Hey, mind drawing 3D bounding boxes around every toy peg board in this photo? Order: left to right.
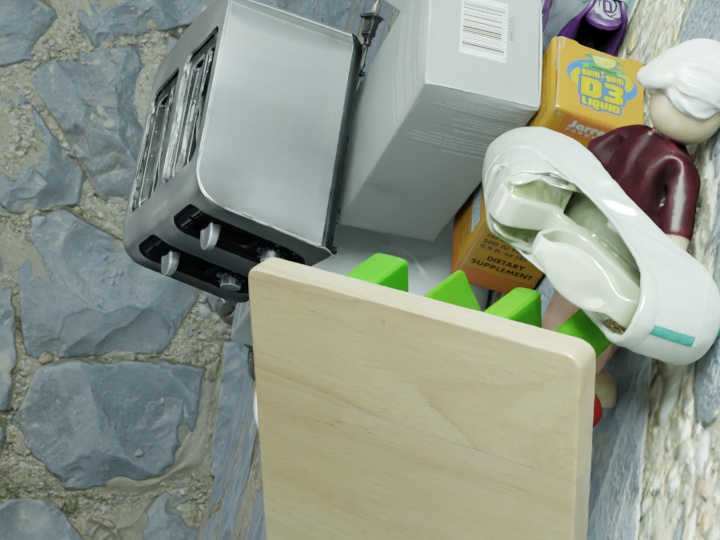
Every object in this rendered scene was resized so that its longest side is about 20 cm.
[{"bbox_3d":[0.049,0.093,0.728,0.097,0.198,0.202,-31,-53,-47],"label":"toy peg board"}]

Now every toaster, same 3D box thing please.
[{"bbox_3d":[-0.085,-0.093,0.974,0.180,0.117,0.203,-24,53,60],"label":"toaster"}]

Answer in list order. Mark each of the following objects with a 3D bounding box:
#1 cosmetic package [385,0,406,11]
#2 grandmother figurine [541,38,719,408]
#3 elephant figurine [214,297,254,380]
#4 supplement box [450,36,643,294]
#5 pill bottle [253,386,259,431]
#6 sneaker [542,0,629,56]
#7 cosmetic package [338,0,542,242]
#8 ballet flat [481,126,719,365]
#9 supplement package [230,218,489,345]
[{"bbox_3d":[0.073,-0.383,1.280,0.166,0.166,0.201,-47,-13,-41],"label":"cosmetic package"},{"bbox_3d":[0.150,-0.033,0.727,0.121,0.060,0.202,49,125,47],"label":"grandmother figurine"},{"bbox_3d":[-0.076,0.072,1.493,0.143,0.197,0.156,-86,14,-51],"label":"elephant figurine"},{"bbox_3d":[0.123,-0.065,0.905,0.201,0.066,0.070,115,167,-51],"label":"supplement box"},{"bbox_3d":[-0.019,0.133,1.152,0.200,0.111,0.115,60,-138,-71],"label":"pill bottle"},{"bbox_3d":[0.169,-0.208,0.899,0.088,0.073,0.203,-118,32,-63],"label":"sneaker"},{"bbox_3d":[0.050,-0.113,0.923,0.200,0.089,0.108,123,154,-62],"label":"cosmetic package"},{"bbox_3d":[0.106,-0.022,0.683,0.200,0.069,0.070,49,128,46],"label":"ballet flat"},{"bbox_3d":[0.000,0.000,1.163,0.200,0.188,0.149,134,150,-73],"label":"supplement package"}]
